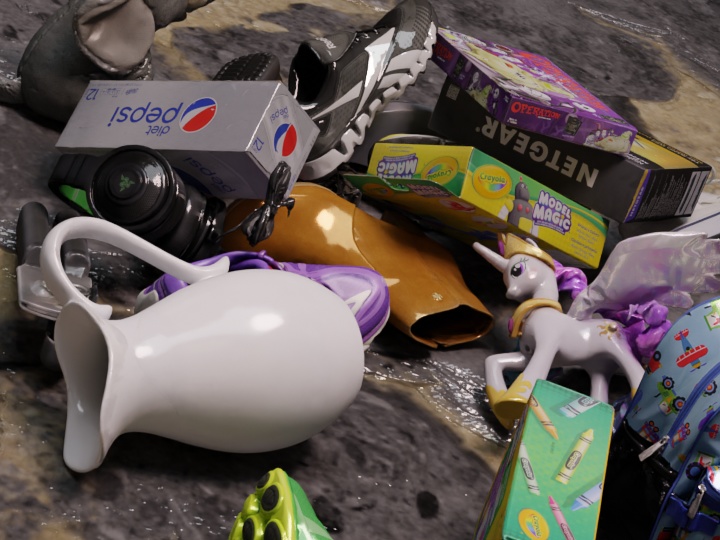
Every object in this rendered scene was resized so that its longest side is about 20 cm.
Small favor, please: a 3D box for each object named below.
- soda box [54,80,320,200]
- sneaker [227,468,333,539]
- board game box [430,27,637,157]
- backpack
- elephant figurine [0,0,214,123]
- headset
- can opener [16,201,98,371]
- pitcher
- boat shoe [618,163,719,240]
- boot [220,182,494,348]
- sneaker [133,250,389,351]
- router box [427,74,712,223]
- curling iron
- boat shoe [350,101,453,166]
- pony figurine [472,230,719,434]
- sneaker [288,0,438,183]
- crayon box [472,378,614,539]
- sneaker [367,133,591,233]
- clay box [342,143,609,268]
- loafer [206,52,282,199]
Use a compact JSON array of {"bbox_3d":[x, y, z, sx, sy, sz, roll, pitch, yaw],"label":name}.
[{"bbox_3d":[-0.133,-0.100,1.579,0.200,0.063,0.068,3,58,37],"label":"soda box"},{"bbox_3d":[-0.022,0.200,1.241,0.083,0.074,0.200,22,24,-38],"label":"sneaker"},{"bbox_3d":[0.136,-0.151,1.728,0.120,0.032,0.200,17,16,-25],"label":"board game box"},{"bbox_3d":[0.268,0.118,1.424,0.182,0.200,0.135,4,31,-29],"label":"backpack"},{"bbox_3d":[-0.196,-0.216,1.712,0.141,0.200,0.155,32,30,20],"label":"elephant figurine"},{"bbox_3d":[-0.137,-0.054,1.521,0.200,0.094,0.123,15,-14,40],"label":"headset"},{"bbox_3d":[-0.220,0.011,1.464,0.053,0.067,0.200,12,16,-14],"label":"can opener"},{"bbox_3d":[-0.108,0.040,1.374,0.200,0.121,0.172,-5,71,-32],"label":"pitcher"},{"bbox_3d":[0.301,-0.051,1.879,0.202,0.075,0.086,-19,61,-41],"label":"boat shoe"},{"bbox_3d":[0.000,0.001,1.596,0.201,0.071,0.144,4,31,-36],"label":"boot"},{"bbox_3d":[-0.060,0.024,1.485,0.200,0.083,0.081,-4,62,-32],"label":"sneaker"},{"bbox_3d":[0.180,-0.106,1.776,0.200,0.052,0.157,28,17,24],"label":"router box"},{"bbox_3d":[-0.056,-0.053,1.700,0.049,0.026,0.200,27,29,20],"label":"curling iron"},{"bbox_3d":[-0.009,-0.127,1.830,0.199,0.070,0.066,-3,36,-24],"label":"boat shoe"},{"bbox_3d":[0.178,0.052,1.566,0.193,0.167,0.200,9,44,-6],"label":"pony figurine"},{"bbox_3d":[-0.007,-0.170,1.722,0.066,0.091,0.200,5,50,49],"label":"sneaker"},{"bbox_3d":[0.107,0.170,1.312,0.058,0.119,0.200,21,28,1],"label":"crayon box"},{"bbox_3d":[0.096,-0.076,1.806,0.200,0.078,0.090,16,18,-17],"label":"sneaker"},{"bbox_3d":[0.093,-0.056,1.665,0.200,0.048,0.115,26,-13,-41],"label":"clay box"},{"bbox_3d":[-0.108,-0.098,1.683,0.073,0.071,0.200,-1,38,35],"label":"loafer"}]
